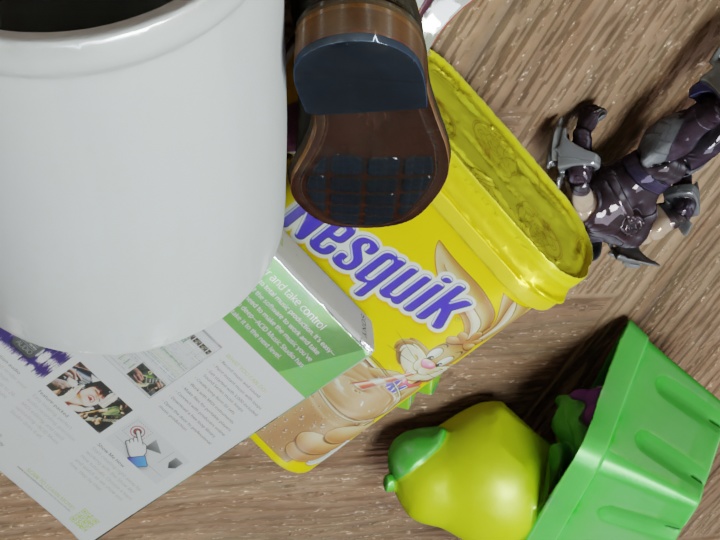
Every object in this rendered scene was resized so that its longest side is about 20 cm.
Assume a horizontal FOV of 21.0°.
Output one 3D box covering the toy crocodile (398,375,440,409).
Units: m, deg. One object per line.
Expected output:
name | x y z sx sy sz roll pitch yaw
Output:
toy crocodile | 0.018 0.017 1.139 0.067 0.062 0.200 14 146 13

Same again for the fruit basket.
fruit basket | 0.124 0.135 1.334 0.215 0.156 0.216 15 136 15

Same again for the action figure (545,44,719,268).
action figure | 0.176 -0.067 1.117 0.200 0.070 0.130 -40 152 28

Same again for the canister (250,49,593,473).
canister | 0.000 0.000 1.027 0.200 0.087 0.149 -38 100 25

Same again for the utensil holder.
utensil holder | -0.110 -0.084 0.798 0.169 0.170 0.200 -17 144 -12

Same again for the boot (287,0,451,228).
boot | 0.003 -0.093 0.860 0.074 0.097 0.200 0 158 -1

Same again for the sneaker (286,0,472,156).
sneaker | 0.005 -0.140 0.903 0.090 0.075 0.200 27 116 -41

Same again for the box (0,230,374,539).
box | -0.113 0.040 0.979 0.200 0.036 0.144 -33 118 20
